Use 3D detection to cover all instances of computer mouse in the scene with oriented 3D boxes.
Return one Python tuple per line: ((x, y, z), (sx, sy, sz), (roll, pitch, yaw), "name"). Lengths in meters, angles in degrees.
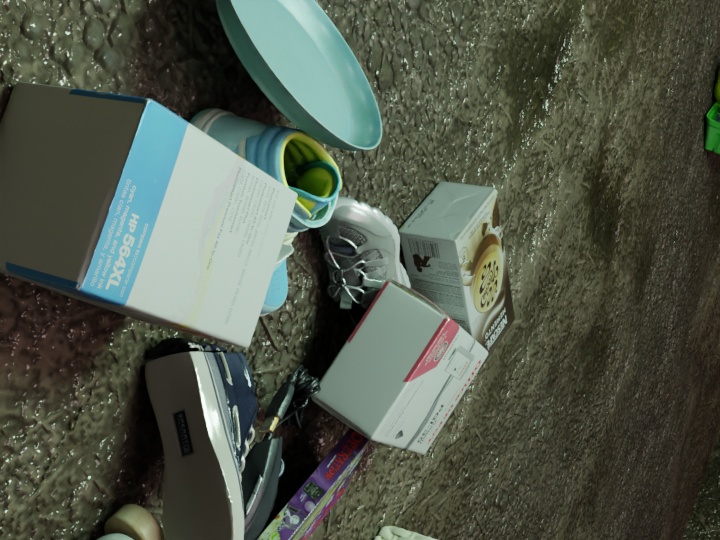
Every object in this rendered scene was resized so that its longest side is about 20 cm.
((-0.086, 0.182, 0.863), (0.200, 0.046, 0.141), (-56, 172, -32), "computer mouse")

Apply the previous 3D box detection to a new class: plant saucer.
((-0.053, -0.178, 0.781), (0.200, 0.027, 0.200), (43, 27, -29), "plant saucer")

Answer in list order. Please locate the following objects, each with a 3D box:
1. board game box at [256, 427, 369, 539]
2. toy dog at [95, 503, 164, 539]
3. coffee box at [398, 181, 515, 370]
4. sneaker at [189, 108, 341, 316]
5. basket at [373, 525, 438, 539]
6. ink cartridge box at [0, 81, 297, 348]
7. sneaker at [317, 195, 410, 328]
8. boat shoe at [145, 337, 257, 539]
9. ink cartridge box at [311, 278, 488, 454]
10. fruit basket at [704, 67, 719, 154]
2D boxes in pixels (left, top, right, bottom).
((-0.065, 0.253, 0.945), (0.200, 0.032, 0.120), (-45, 168, -42), "board game box")
((-0.176, 0.284, 0.761), (0.132, 0.096, 0.200), (-53, 140, -34), "toy dog")
((0.121, 0.008, 1.158), (0.113, 0.080, 0.200), (-50, 138, -39), "coffee box")
((-0.069, -0.035, 0.796), (0.080, 0.130, 0.200), (-50, 139, -40), "sneaker")
((0.073, 0.434, 1.111), (0.198, 0.200, 0.161), (-39, 129, -46), "basket")
((-0.148, -0.030, 0.673), (0.200, 0.128, 0.125), (30, 74, -56), "ink cartridge box")
((0.000, 0.000, 0.967), (0.082, 0.075, 0.200), (-63, 146, -26), "sneaker")
((-0.115, 0.154, 0.791), (0.093, 0.075, 0.200), (10, 68, -61), "boat shoe")
((0.050, 0.109, 1.017), (0.147, 0.083, 0.200), (-57, 156, -2), "ink cartridge box")
((0.879, -0.382, 2.192), (0.216, 0.155, 0.216), (-50, 156, -32), "fruit basket")
